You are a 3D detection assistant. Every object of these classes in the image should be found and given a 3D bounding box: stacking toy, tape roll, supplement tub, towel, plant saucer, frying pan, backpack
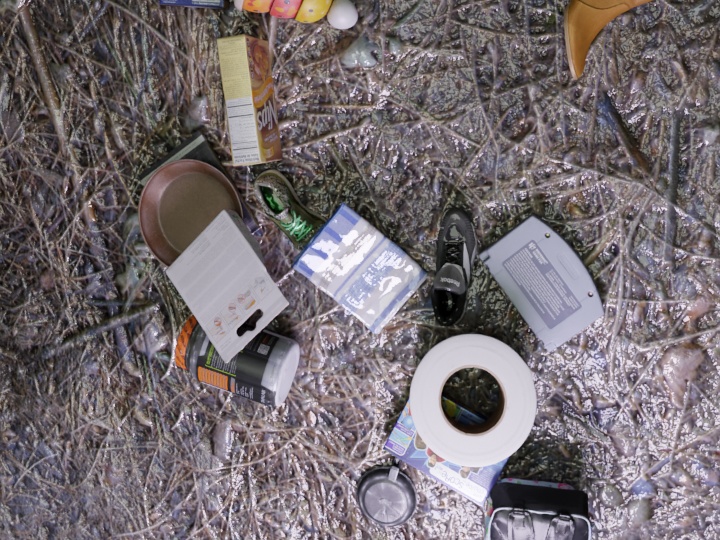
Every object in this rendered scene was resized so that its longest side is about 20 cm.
[{"bbox_3d":[-0.093,-0.450,1.361,0.197,0.146,0.148,24,105,-9],"label":"stacking toy"},{"bbox_3d":[0.179,0.204,1.370,0.199,0.139,0.207,-1,86,6],"label":"tape roll"},{"bbox_3d":[-0.215,0.152,1.484,0.197,0.123,0.125,18,103,9],"label":"supplement tub"},{"bbox_3d":[0.000,0.000,1.430,0.199,0.024,0.147,39,105,-15],"label":"towel"},{"bbox_3d":[-0.292,-0.094,1.486,0.196,0.037,0.204,3,102,12],"label":"plant saucer"},{"bbox_3d":[0.067,0.381,1.511,0.114,0.031,0.191,39,108,2],"label":"frying pan"},{"bbox_3d":[0.288,0.452,1.406,0.174,0.151,0.204,3,106,8],"label":"backpack"}]

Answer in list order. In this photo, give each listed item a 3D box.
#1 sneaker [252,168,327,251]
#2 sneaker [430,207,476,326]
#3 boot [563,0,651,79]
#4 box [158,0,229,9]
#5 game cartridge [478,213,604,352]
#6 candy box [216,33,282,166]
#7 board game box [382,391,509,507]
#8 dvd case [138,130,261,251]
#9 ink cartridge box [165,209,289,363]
[{"bbox_3d":[-0.118,-0.084,1.437,0.200,0.089,0.077,46,106,1],"label":"sneaker"},{"bbox_3d":[0.152,0.000,1.390,0.065,0.090,0.204,7,101,10],"label":"sneaker"},{"bbox_3d":[0.378,-0.397,1.277,0.141,0.071,0.205,-2,94,16],"label":"boot"},{"bbox_3d":[-0.275,-0.546,1.420,0.119,0.032,0.204,7,103,11],"label":"box"},{"bbox_3d":[0.303,0.016,1.388,0.132,0.041,0.201,-36,91,20],"label":"game cartridge"},{"bbox_3d":[-0.181,-0.279,1.403,0.054,0.115,0.204,-5,99,14],"label":"candy box"},{"bbox_3d":[0.154,0.296,1.461,0.198,0.034,0.137,29,97,7],"label":"board game box"},{"bbox_3d":[-0.287,-0.122,1.506,0.147,0.016,0.202,-31,93,17],"label":"dvd case"},{"bbox_3d":[-0.218,0.026,1.426,0.161,0.050,0.201,-42,76,17],"label":"ink cartridge box"}]
